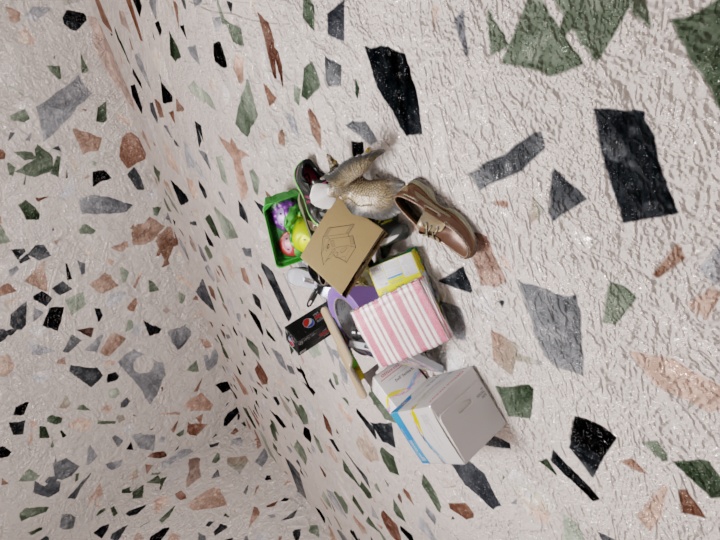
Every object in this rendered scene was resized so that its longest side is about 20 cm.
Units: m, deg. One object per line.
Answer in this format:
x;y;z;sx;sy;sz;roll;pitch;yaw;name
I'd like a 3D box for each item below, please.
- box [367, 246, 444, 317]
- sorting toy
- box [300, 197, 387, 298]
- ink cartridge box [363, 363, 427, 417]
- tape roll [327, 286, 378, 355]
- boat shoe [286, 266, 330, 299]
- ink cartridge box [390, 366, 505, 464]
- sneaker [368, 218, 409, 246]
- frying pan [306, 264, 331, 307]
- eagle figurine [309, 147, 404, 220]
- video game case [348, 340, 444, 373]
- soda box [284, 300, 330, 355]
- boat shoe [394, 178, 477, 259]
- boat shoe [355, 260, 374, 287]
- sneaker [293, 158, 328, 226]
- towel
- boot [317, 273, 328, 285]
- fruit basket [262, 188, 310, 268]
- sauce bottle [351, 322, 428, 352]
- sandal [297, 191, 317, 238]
0.106;0.064;1.245;0.115;0.048;0.205;-18;99;25;box
-0.036;0.209;1.456;0.202;0.036;0.187;74;169;-52;sorting toy
-0.043;-0.055;1.253;0.021;0.166;0.199;29;-173;-42;box
0.105;0.299;1.449;0.201;0.116;0.068;48;154;25;ink cartridge box
0.000;0.114;1.503;0.199;0.084;0.204;41;146;35;tape roll
-0.116;0.033;1.645;0.194;0.068;0.076;11;105;24;boat shoe
0.193;0.330;1.283;0.147;0.146;0.200;56;153;2;ink cartridge box
0.030;-0.099;1.261;0.197;0.073;0.088;1;104;52;sneaker
-0.092;0.026;1.576;0.111;0.031;0.195;9;125;6;frying pan
-0.008;-0.190;1.192;0.199;0.148;0.156;32;121;53;eagle figurine
0.085;0.206;1.359;0.196;0.019;0.142;4;161;42;video game case
-0.117;0.152;1.619;0.071;0.197;0.065;40;147;33;soda box
0.138;-0.089;1.077;0.200;0.071;0.077;47;150;28;boat shoe
0.000;0.000;1.330;0.075;0.065;0.200;64;-172;23;boat shoe
-0.105;-0.187;1.419;0.203;0.076;0.084;57;156;7;sneaker
0.087;0.115;1.229;0.197;0.030;0.149;-26;94;28;towel
-0.056;-0.066;1.364;0.070;0.144;0.205;23;134;51;boot
-0.176;-0.104;1.568;0.215;0.151;0.222;162;90;-78;fruit basket
0.070;0.151;1.346;0.194;0.065;0.066;3;123;27;sauce bottle
-0.103;-0.123;1.469;0.205;0.078;0.057;61;158;4;sandal
